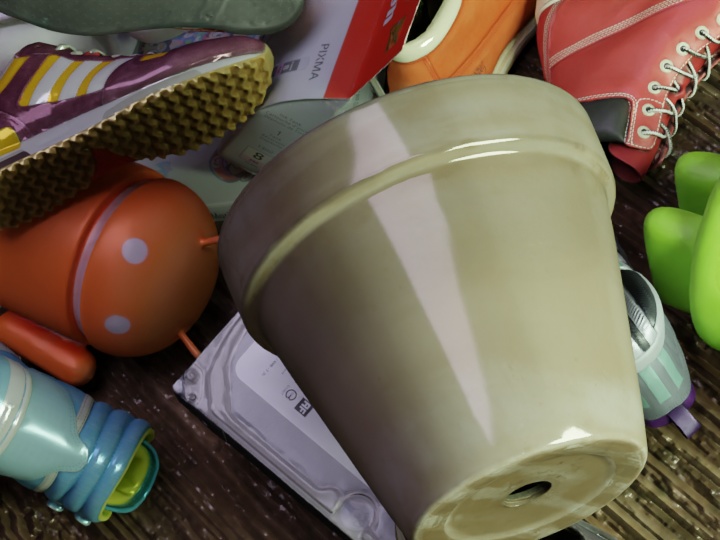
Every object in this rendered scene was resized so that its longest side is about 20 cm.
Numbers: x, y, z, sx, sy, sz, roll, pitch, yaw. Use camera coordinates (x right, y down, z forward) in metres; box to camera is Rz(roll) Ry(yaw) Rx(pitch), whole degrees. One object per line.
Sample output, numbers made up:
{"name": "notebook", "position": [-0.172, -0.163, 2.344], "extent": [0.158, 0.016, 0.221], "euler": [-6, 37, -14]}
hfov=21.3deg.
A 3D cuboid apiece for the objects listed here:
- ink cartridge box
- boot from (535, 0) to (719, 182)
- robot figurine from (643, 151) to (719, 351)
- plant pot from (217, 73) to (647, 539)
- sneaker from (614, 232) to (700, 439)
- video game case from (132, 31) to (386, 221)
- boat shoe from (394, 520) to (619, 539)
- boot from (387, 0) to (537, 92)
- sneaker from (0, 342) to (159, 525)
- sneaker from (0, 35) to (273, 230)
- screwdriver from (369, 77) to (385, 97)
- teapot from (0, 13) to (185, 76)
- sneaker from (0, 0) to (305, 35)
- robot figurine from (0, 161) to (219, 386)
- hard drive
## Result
{"name": "ink cartridge box", "position": [-0.012, -0.161, 1.138], "extent": [0.057, 0.200, 0.163], "euler": [23, 64, -10]}
{"name": "boot", "position": [0.201, -0.123, 1.125], "extent": [0.200, 0.072, 0.144], "euler": [-14, 55, 23]}
{"name": "robot figurine", "position": [0.251, 0.000, 0.997], "extent": [0.200, 0.116, 0.176], "euler": [15, 54, 28]}
{"name": "plant pot", "position": [0.050, 0.035, 0.917], "extent": [0.200, 0.200, 0.174], "euler": [-24, 63, 6]}
{"name": "sneaker", "position": [0.129, 0.021, 1.071], "extent": [0.074, 0.088, 0.200], "euler": [-32, 29, 8]}
{"name": "video game case", "position": [-0.072, -0.121, 1.256], "extent": [0.182, 0.024, 0.200], "euler": [-5, 58, 19]}
{"name": "boat shoe", "position": [0.105, 0.161, 0.959], "extent": [0.200, 0.065, 0.072], "euler": [30, 80, 14]}
{"name": "boot", "position": [0.071, -0.182, 1.189], "extent": [0.075, 0.107, 0.200], "euler": [11, 63, 29]}
{"name": "sneaker", "position": [-0.191, 0.096, 1.141], "extent": [0.080, 0.131, 0.200], "euler": [-62, 21, -2]}
{"name": "sneaker", "position": [-0.151, -0.104, 1.103], "extent": [0.200, 0.075, 0.090], "euler": [-23, 63, -5]}
{"name": "screwdriver", "position": [0.042, -0.059, 1.145], "extent": [0.029, 0.028, 0.200], "euler": [-15, 66, -19]}
{"name": "teapot", "position": [-0.219, -0.156, 1.239], "extent": [0.197, 0.200, 0.146], "euler": [1, 50, -31]}
{"name": "sneaker", "position": [-0.136, -0.177, 1.128], "extent": [0.201, 0.067, 0.108], "euler": [4, 16, -11]}
{"name": "robot figurine", "position": [-0.170, -0.020, 1.167], "extent": [0.200, 0.117, 0.144], "euler": [23, 63, 22]}
{"name": "hard drive", "position": [0.016, 0.077, 1.044], "extent": [0.200, 0.038, 0.140], "euler": [40, 78, 11]}
